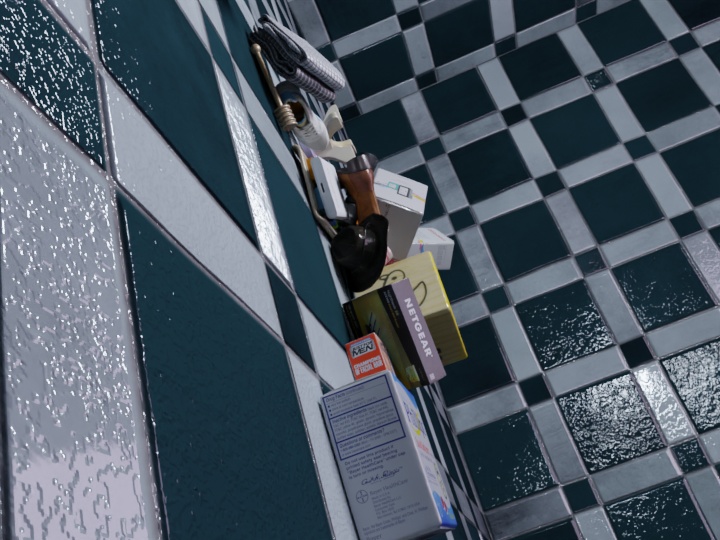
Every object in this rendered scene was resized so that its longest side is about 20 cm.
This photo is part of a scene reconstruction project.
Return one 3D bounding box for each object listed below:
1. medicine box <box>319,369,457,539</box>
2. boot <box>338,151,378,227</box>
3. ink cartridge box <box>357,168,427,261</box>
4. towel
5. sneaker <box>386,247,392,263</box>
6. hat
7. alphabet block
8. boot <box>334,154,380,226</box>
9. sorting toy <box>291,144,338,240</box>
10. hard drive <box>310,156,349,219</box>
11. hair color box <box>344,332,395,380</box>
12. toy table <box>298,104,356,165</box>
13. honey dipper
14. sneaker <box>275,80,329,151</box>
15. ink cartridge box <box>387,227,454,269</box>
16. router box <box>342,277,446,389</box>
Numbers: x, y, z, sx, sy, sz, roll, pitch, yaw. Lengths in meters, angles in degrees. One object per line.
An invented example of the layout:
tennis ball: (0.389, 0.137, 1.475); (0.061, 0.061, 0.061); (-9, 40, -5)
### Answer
medicine box: (0.041, 0.257, 0.950); (0.182, 0.102, 0.201); (56, 15, -66)
boot: (-0.006, -0.209, 1.842); (0.065, 0.201, 0.165); (23, -1, -4)
ink cartridge box: (0.078, -0.143, 1.835); (0.200, 0.145, 0.147); (-73, -178, -62)
towel: (-0.146, -0.469, 1.601); (0.200, 0.086, 0.165); (48, 17, 29)
sneaker: (0.000, 0.000, 1.741); (0.075, 0.105, 0.200); (47, -24, -2)
hat: (-0.017, -0.046, 1.568); (0.080, 0.201, 0.201); (14, 37, -26)
alphabet block: (0.110, 0.109, 1.632); (0.197, 0.199, 0.196); (63, 9, -46)
boot: (0.000, -0.155, 1.711); (0.188, 0.068, 0.202); (-19, -95, 60)
sorting toy: (-0.090, -0.170, 1.625); (0.185, 0.036, 0.201); (53, 17, -70)
hard drive: (-0.067, -0.181, 1.608); (0.200, 0.027, 0.133); (-26, 98, -83)
hair color box: (0.040, 0.225, 1.271); (0.111, 0.064, 0.201); (56, 13, -64)
toy table: (-0.087, -0.332, 1.854); (0.200, 0.116, 0.185); (41, 28, -76)
honey dipper: (-0.188, -0.394, 1.530); (0.038, 0.038, 0.201); (30, 37, -81)
sneaker: (-0.135, -0.345, 1.670); (0.200, 0.076, 0.081); (50, 15, -44)
ink cartridge box: (0.139, -0.061, 1.985); (0.146, 0.198, 0.083); (-134, -132, -63)
router box: (0.062, 0.132, 1.380); (0.052, 0.157, 0.201); (-19, 86, -42)
